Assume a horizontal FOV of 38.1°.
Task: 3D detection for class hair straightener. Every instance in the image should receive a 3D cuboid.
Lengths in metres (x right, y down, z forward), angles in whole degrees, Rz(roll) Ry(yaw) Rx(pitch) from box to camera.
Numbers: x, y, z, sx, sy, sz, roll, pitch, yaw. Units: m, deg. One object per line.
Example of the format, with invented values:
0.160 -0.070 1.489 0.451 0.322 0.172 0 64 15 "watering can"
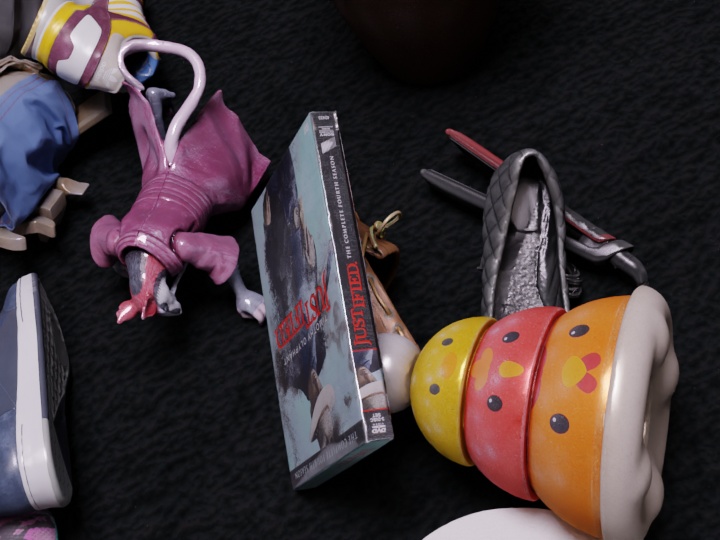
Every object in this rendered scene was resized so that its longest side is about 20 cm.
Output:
0.119 -0.020 0.742 0.199 0.041 0.077 37 93 23 "hair straightener"

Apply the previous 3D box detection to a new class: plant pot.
0.040 -0.243 0.787 0.184 0.201 0.189 -5 58 8 "plant pot"

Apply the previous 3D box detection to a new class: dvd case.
-0.029 0.024 0.656 0.022 0.146 0.203 -4 71 -23 "dvd case"

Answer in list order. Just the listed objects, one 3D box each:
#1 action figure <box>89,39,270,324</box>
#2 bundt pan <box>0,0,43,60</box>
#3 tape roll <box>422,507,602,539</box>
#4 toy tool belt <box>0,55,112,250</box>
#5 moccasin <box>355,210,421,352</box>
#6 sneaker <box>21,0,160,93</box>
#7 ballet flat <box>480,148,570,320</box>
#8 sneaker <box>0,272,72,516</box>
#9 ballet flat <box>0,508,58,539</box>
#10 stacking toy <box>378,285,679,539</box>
-0.128 -0.047 0.747 0.132 0.150 0.202 4 46 8 "action figure"
-0.350 -0.215 0.883 0.198 0.202 0.077 4 104 14 "bundt pan"
0.099 0.219 0.551 0.199 0.037 0.204 5 42 -4 "tape roll"
-0.274 -0.074 0.798 0.121 0.126 0.202 3 49 14 "toy tool belt"
0.000 -0.001 0.726 0.077 0.074 0.203 -18 58 -2 "moccasin"
-0.204 -0.190 0.865 0.089 0.075 0.201 32 25 -7 "sneaker"
0.108 0.020 0.681 0.065 0.057 0.204 -5 78 5 "ballet flat"
-0.275 0.088 0.710 0.144 0.078 0.204 -15 41 -3 "sneaker"
-0.292 0.195 0.684 0.197 0.070 0.072 -12 39 0 "ballet flat"
0.079 0.076 0.612 0.197 0.147 0.148 5 60 23 "stacking toy"
